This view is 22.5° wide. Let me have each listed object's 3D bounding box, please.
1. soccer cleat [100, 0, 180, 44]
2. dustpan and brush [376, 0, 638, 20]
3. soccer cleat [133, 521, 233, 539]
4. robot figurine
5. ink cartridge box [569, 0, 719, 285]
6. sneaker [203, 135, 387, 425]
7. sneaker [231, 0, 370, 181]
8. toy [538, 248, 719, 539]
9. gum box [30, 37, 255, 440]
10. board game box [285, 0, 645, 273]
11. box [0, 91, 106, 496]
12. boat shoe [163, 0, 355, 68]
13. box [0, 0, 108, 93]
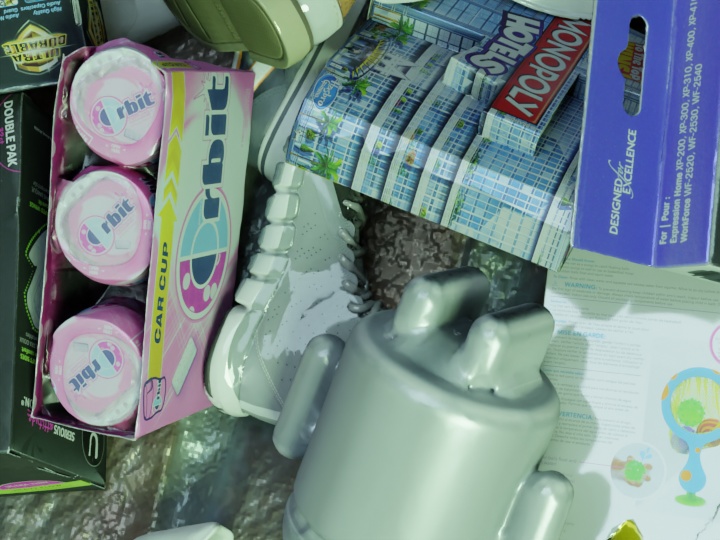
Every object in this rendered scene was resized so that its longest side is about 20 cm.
[{"bbox_3d":[-0.169,-0.210,1.107,0.077,0.070,0.201,-13,58,-21],"label":"soccer cleat"},{"bbox_3d":[0.080,-0.174,0.970,0.140,0.199,0.057,49,128,24],"label":"dustpan and brush"},{"bbox_3d":[-0.081,0.230,0.951,0.085,0.069,0.202,-24,65,15],"label":"soccer cleat"},{"bbox_3d":[0.029,0.100,0.908,0.169,0.112,0.202,33,112,29],"label":"robot figurine"},{"bbox_3d":[0.202,-0.086,0.893,0.198,0.043,0.200,13,75,-25],"label":"ink cartridge box"},{"bbox_3d":[0.000,0.000,0.992,0.115,0.075,0.202,21,92,17],"label":"sneaker"},{"bbox_3d":[-0.023,-0.153,1.030,0.079,0.078,0.201,32,88,17],"label":"sneaker"},{"bbox_3d":[0.146,0.077,0.930,0.114,0.047,0.202,6,80,16],"label":"toy"},{"bbox_3d":[-0.115,-0.022,0.971,0.065,0.113,0.202,9,98,18],"label":"gum box"},{"bbox_3d":[0.091,-0.085,0.937,0.198,0.200,0.062,21,124,11],"label":"board game box"},{"bbox_3d":[-0.231,0.022,1.025,0.147,0.124,0.202,-7,72,16],"label":"box"},{"bbox_3d":[-0.060,-0.161,0.965,0.068,0.075,0.200,-36,35,-14],"label":"boat shoe"},{"bbox_3d":[-0.247,-0.169,0.975,0.198,0.046,0.161,-9,102,9],"label":"box"}]
